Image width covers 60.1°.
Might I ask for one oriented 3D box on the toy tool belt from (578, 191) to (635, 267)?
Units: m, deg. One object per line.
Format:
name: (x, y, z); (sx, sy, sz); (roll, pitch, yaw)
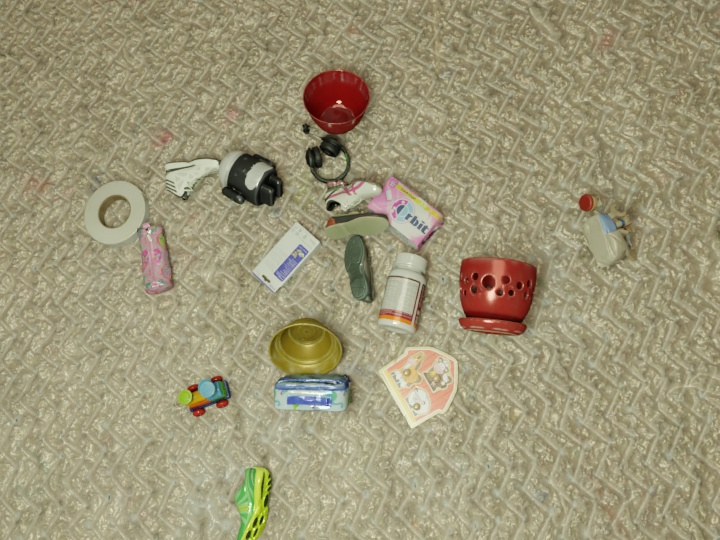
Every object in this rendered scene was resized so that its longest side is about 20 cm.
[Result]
toy tool belt: (0.671, -0.114, 1.680); (0.121, 0.125, 0.204); (-8, 75, -28)

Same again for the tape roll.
tape roll: (-0.740, -0.173, 1.893); (0.198, 0.037, 0.207); (-2, 75, 7)

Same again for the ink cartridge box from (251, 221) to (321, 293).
ink cartridge box: (-0.212, -0.034, 1.791); (0.099, 0.039, 0.200); (41, 82, 15)

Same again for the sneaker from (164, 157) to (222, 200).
sneaker: (-0.498, -0.271, 1.881); (0.196, 0.076, 0.118); (-5, 83, 14)

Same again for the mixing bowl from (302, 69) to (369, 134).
mixing bowl: (-0.069, -0.480, 1.847); (0.195, 0.109, 0.204); (0, 63, 1)

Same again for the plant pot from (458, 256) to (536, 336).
plant pot: (0.353, 0.072, 1.617); (0.196, 0.200, 0.187); (4, 83, 8)

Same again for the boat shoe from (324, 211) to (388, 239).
boat shoe: (-0.009, -0.137, 1.759); (0.196, 0.072, 0.063); (-8, 43, 26)

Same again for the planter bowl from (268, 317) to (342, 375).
planter bowl: (-0.146, 0.189, 1.677); (0.196, 0.203, 0.084); (-7, 39, 5)

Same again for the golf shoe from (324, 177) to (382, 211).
golf shoe: (-0.019, -0.211, 1.775); (0.197, 0.072, 0.094); (-1, 76, 40)

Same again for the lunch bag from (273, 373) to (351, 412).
lunch bag: (-0.122, 0.318, 1.619); (0.195, 0.161, 0.084); (0, 91, 7)

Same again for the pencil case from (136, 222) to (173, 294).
pencil case: (-0.601, -0.034, 1.815); (0.086, 0.088, 0.204); (-14, 75, 3)

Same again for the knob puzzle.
knob puzzle: (0.174, 0.291, 1.662); (0.215, 0.031, 0.225); (-2, 74, 6)

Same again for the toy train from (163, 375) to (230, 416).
toy train: (-0.461, 0.349, 1.678); (0.196, 0.116, 0.086); (-20, 73, 1)

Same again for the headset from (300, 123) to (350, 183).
headset: (-0.114, -0.351, 1.860); (0.122, 0.094, 0.202); (-34, 89, -8)

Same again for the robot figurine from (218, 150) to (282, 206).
robot figurine: (-0.322, -0.268, 1.825); (0.198, 0.150, 0.127); (29, 109, 12)

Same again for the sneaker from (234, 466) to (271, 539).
sneaker: (-0.286, 0.614, 1.620); (0.082, 0.074, 0.204); (5, 77, 34)

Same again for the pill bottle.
pill bottle: (0.118, 0.063, 1.688); (0.107, 0.110, 0.204); (12, 76, 10)

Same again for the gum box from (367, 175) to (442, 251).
gum box: (0.130, -0.157, 1.767); (0.199, 0.066, 0.114); (39, 84, 15)

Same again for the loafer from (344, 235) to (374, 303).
loafer: (0.000, 0.000, 1.751); (0.071, 0.063, 0.204); (-23, 57, 27)
